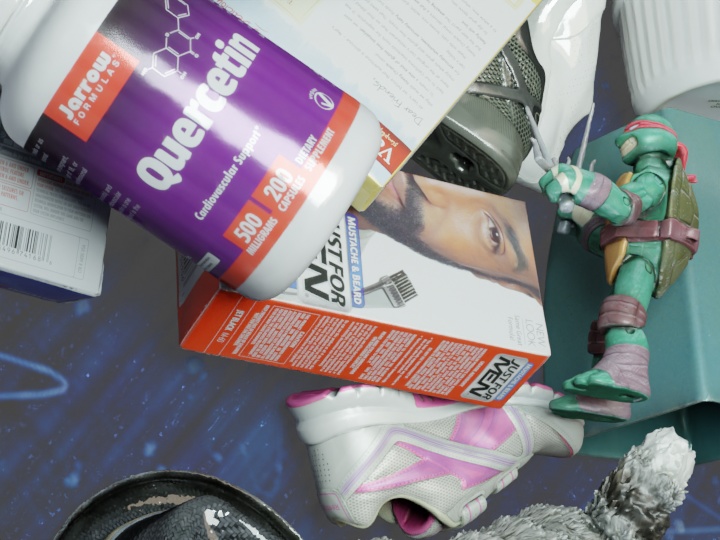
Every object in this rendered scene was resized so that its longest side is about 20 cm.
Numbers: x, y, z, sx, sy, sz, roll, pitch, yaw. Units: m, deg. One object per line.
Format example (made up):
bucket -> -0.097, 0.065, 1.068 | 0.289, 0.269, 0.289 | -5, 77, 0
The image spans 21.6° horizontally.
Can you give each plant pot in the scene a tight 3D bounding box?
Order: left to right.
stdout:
plant pot -> 0.204, 0.009, 1.214 | 0.141, 0.141, 0.202 | 10, 68, -37

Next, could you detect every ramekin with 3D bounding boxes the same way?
ramekin -> 0.264, -0.141, 1.237 | 0.201, 0.202, 0.095 | 14, 70, -36

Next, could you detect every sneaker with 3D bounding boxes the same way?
sneaker -> 0.029, -0.142, 1.123 | 0.199, 0.076, 0.115 | 35, 55, -7
sneaker -> 0.047, 0.111, 1.109 | 0.199, 0.081, 0.089 | 0, 83, -30
sneaker -> 0.129, -0.145, 1.228 | 0.088, 0.075, 0.201 | 38, 67, -41

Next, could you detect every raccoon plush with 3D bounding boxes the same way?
raccoon plush -> 0.079, 0.145, 1.050 | 0.134, 0.097, 0.201 | 34, 84, -37

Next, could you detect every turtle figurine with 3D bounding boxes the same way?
turtle figurine -> 0.145, -0.020, 1.086 | 0.150, 0.100, 0.202 | 50, 44, -67

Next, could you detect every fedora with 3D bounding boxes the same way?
fedora -> -0.066, 0.185, 0.958 | 0.199, 0.092, 0.202 | 14, 60, -24

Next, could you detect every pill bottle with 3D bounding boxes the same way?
pill bottle -> -0.096, -0.081, 0.925 | 0.199, 0.112, 0.113 | 34, 62, -8

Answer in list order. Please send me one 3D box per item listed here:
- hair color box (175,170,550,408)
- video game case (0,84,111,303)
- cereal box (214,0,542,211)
hair color box -> 0.000, 0.000, 1.047 | 0.199, 0.064, 0.112 | 13, 51, -25
video game case -> -0.212, -0.095, 0.953 | 0.199, 0.045, 0.183 | 18, 73, -36
cereal box -> 0.008, -0.148, 1.044 | 0.144, 0.040, 0.200 | 41, 61, -1
